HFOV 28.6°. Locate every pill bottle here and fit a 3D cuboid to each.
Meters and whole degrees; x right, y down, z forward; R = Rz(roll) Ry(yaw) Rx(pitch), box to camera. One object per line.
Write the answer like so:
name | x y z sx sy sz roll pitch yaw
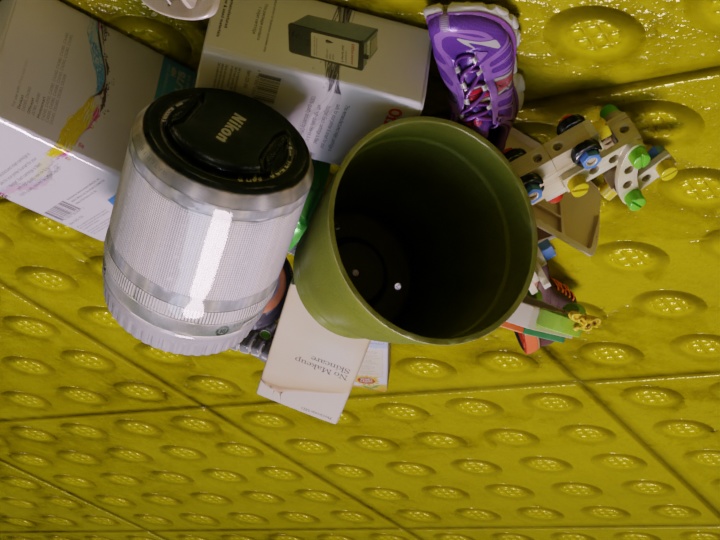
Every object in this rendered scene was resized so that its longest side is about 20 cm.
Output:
pill bottle | -0.134 0.016 1.630 0.106 0.107 0.200 15 174 -11

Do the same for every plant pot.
plant pot | 0.029 -0.017 1.298 0.199 0.201 0.193 18 162 -18

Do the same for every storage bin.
storage bin | 0.113 -0.061 1.461 0.198 0.094 0.200 26 150 -31

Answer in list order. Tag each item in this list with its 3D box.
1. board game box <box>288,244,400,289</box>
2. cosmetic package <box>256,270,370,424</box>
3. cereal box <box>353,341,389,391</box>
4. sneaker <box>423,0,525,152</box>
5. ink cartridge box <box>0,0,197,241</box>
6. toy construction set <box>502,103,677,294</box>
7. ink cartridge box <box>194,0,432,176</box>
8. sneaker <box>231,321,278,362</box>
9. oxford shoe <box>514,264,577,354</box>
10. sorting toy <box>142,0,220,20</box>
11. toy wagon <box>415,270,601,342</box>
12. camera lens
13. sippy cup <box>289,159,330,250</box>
board game box | 0.000 0.000 1.590 0.199 0.034 0.134 26 180 -7
cosmetic package | -0.040 0.069 1.537 0.103 0.073 0.200 20 137 1
cereal box | -0.030 0.106 1.932 0.143 0.040 0.200 9 154 4
sneaker | 0.106 -0.166 1.252 0.080 0.084 0.200 0 153 20
ink cartridge box | -0.285 -0.147 1.358 0.199 0.147 0.146 25 151 -30
toy construction set | 0.199 -0.076 1.328 0.092 0.200 0.131 47 177 36
ink cartridge box | -0.048 -0.172 1.291 0.199 0.084 0.146 14 154 -8
sneaker | -0.129 0.097 1.846 0.199 0.075 0.116 31 162 21
oxford shoe | 0.214 0.024 1.663 0.072 0.071 0.200 -20 151 -5
sorting toy | -0.213 -0.296 1.086 0.179 0.107 0.200 7 157 23
toy wagon | 0.154 0.036 1.400 0.155 0.040 0.200 13 -174 -37
camera lens | -0.137 -0.046 1.241 0.159 0.160 0.201 14 128 -10
sippy cup | -0.115 -0.100 1.407 0.130 0.140 0.178 21 152 -20
